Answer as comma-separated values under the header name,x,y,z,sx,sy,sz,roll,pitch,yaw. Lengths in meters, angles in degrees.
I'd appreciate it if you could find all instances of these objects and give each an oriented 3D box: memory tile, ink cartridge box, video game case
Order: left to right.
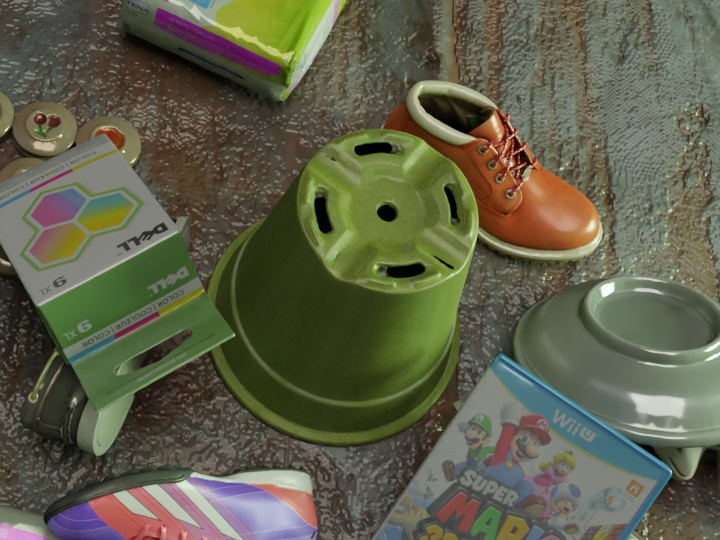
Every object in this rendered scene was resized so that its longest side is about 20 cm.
name,x,y,z,sx,sy,sz,roll,pitch,yaw
memory tile,-0.273,-0.070,1.014,0.200,0.017,0.153,13,63,-8
ink cartridge box,-0.175,-0.005,0.904,0.104,0.059,0.200,-28,43,-13
video game case,0.098,0.178,0.925,0.143,0.018,0.200,34,93,5

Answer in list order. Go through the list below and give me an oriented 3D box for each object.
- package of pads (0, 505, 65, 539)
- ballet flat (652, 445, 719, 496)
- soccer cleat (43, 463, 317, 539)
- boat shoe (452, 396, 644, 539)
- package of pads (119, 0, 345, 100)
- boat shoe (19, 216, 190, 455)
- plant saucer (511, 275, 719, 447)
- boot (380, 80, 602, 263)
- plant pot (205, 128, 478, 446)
name,x,y,z,sx,sy,sz,roll,pitch,yaw
package of pads,-0.273,0.238,0.837,0.154,0.068,0.200,15,63,-4
ballet flat,0.270,0.135,1.019,0.200,0.072,0.072,23,62,0
soccer cleat,-0.109,0.169,0.880,0.200,0.068,0.073,6,63,-41
boat shoe,0.146,0.160,0.964,0.060,0.072,0.200,-40,82,1
package of pads,-0.084,-0.251,1.109,0.154,0.068,0.200,25,62,0
boat shoe,-0.175,0.035,0.955,0.060,0.072,0.202,13,53,8
plant saucer,0.214,0.051,0.998,0.200,0.050,0.200,4,32,-2
boot,0.110,-0.078,1.060,0.200,0.107,0.075,26,60,-2
plant pot,0.000,0.000,0.948,0.200,0.190,0.200,5,64,-11
